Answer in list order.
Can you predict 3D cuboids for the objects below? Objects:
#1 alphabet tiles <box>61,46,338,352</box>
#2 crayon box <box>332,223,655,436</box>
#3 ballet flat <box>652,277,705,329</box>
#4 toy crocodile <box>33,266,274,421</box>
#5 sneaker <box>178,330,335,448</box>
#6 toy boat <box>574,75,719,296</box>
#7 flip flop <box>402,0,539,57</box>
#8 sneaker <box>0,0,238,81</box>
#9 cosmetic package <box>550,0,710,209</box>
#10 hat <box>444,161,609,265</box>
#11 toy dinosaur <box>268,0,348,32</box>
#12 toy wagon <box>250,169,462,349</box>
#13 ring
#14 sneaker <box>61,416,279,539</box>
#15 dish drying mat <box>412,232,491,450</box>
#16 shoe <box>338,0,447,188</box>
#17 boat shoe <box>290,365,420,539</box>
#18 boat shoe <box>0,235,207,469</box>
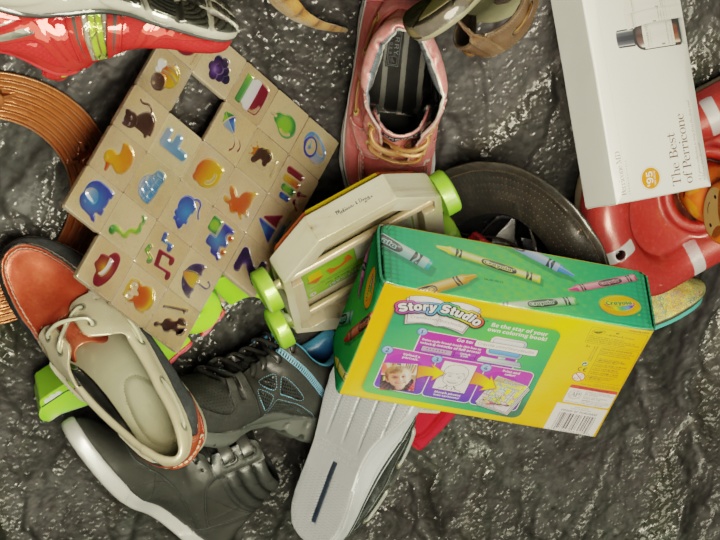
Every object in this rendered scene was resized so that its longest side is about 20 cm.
[{"bbox_3d":[-0.115,-0.054,1.450,0.167,0.008,0.201,40,70,-33],"label":"alphabet tiles"},{"bbox_3d":[0.091,0.044,1.457,0.198,0.059,0.119,11,134,-13],"label":"crayon box"},{"bbox_3d":[0.176,0.034,1.636,0.199,0.071,0.071,-25,124,-5],"label":"ballet flat"},{"bbox_3d":[-0.153,0.046,1.517,0.199,0.068,0.062,-36,125,2],"label":"toy crocodile"},{"bbox_3d":[-0.086,0.081,1.546,0.199,0.073,0.082,-1,114,-49],"label":"sneaker"},{"bbox_3d":[0.262,-0.055,1.563,0.199,0.131,0.131,-28,113,-3],"label":"toy boat"},{"bbox_3d":[0.089,-0.174,1.413,0.081,0.200,0.058,-30,87,19],"label":"flip flop"},{"bbox_3d":[-0.182,-0.165,1.393,0.198,0.077,0.085,6,128,-15],"label":"sneaker"},{"bbox_3d":[0.188,-0.150,1.479,0.082,0.051,0.202,-11,93,-20],"label":"cosmetic package"},{"bbox_3d":[0.114,0.000,1.571,0.081,0.199,0.202,-36,140,-52],"label":"hat"},{"bbox_3d":[-0.072,-0.218,1.400,0.106,0.060,0.201,-22,124,-9],"label":"toy dinosaur"},{"bbox_3d":[0.000,0.000,1.504,0.154,0.040,0.200,-28,157,-8],"label":"toy wagon"},{"bbox_3d":[-0.265,-0.045,1.455,0.199,0.019,0.202,-8,121,-14],"label":"ring"},{"bbox_3d":[-0.137,0.136,1.572,0.099,0.071,0.200,-43,134,5],"label":"sneaker"},{"bbox_3d":[0.064,0.058,1.559,0.077,0.018,0.200,39,132,2],"label":"dish drying mat"},{"bbox_3d":[0.022,-0.101,1.472,0.071,0.091,0.202,2,120,-2],"label":"shoe"},{"bbox_3d":[0.007,0.114,1.573,0.071,0.072,0.201,-14,135,-62],"label":"boat shoe"},{"bbox_3d":[-0.182,0.055,1.439,0.071,0.063,0.200,-41,86,7],"label":"boat shoe"}]
